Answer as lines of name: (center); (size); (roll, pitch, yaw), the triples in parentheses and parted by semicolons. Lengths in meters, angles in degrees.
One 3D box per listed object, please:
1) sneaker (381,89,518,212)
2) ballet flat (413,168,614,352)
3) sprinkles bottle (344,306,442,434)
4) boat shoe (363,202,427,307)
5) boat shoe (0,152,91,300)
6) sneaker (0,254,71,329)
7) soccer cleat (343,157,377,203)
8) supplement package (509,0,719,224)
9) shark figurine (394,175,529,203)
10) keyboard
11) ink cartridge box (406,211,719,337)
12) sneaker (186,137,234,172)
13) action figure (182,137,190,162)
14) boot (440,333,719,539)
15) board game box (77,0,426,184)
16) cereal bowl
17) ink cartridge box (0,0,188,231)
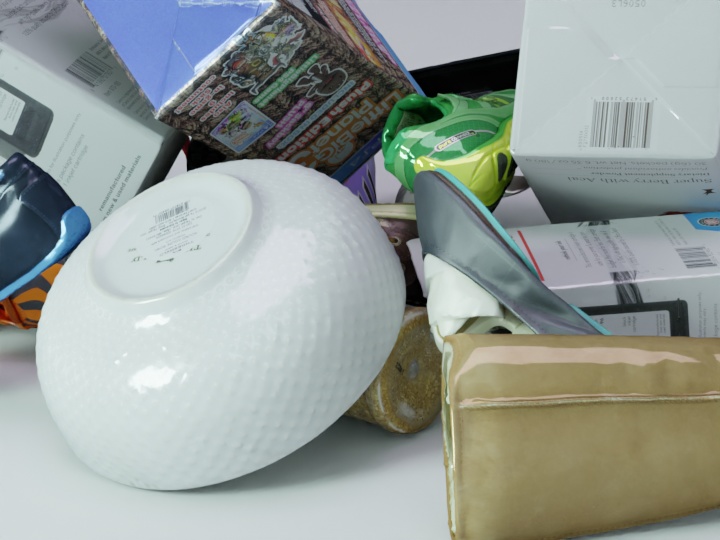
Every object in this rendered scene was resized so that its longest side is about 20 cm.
sneaker: (0.059, -0.082, 1.311); (0.083, 0.074, 0.200); (28, 14, 3)
ballet flat: (0.078, 0.030, 1.091); (0.200, 0.073, 0.073); (45, 41, 21)
sprinkles bottle: (-0.042, 0.036, 1.190); (0.199, 0.069, 0.068); (12, 24, 40)
boat shoe: (0.000, 0.000, 1.281); (0.199, 0.072, 0.072); (17, 51, -5)
boat shoe: (-0.236, 0.001, 1.209); (0.199, 0.069, 0.084); (-33, 6, 18)
sneaker: (-0.229, 0.018, 1.300); (0.112, 0.078, 0.199); (-33, 38, -27)
soccer cleat: (-0.019, -0.056, 1.457); (0.068, 0.074, 0.200); (-3, 18, 2)
supplement package: (0.171, -0.088, 1.300); (0.120, 0.121, 0.200); (1, -17, 17)
shark figurine: (0.085, -0.059, 1.453); (0.214, 0.090, 0.128); (-24, 59, -29)
keyboard: (0.087, -0.128, 1.478); (0.199, 0.040, 0.104); (-6, -27, 39)
ink cartridge box: (0.130, 0.020, 1.205); (0.198, 0.068, 0.116); (-4, 17, -3)
sneaker: (-0.089, -0.019, 1.367); (0.080, 0.075, 0.200); (15, 37, 7)
action figure: (-0.087, -0.105, 1.488); (0.200, 0.099, 0.065); (-39, 13, 50)
boot: (0.136, 0.037, 1.020); (0.198, 0.176, 0.066); (-2, -20, -1)
board game box: (-0.074, -0.151, 1.302); (0.160, 0.097, 0.200); (56, 15, 27)
cereal bowl: (-0.082, 0.012, 1.119); (0.199, 0.084, 0.201); (-17, 40, 15)
ink cartridge box: (-0.204, -0.116, 1.319); (0.199, 0.084, 0.145); (31, 22, -2)
